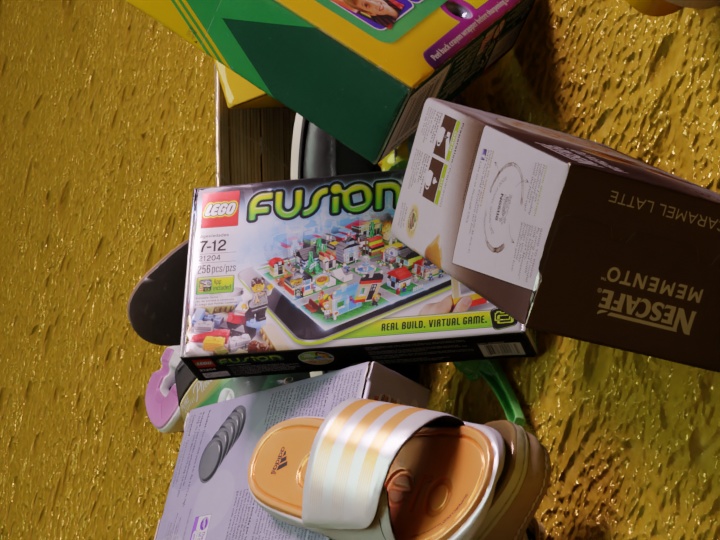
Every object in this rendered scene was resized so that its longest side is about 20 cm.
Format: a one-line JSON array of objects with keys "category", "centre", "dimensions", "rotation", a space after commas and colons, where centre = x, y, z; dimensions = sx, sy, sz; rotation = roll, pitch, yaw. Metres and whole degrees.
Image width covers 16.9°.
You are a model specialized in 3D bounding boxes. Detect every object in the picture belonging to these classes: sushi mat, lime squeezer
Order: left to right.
[{"category": "sushi mat", "centre": [-0.064, -0.074, 1.504], "dimensions": [0.012, 0.096, 0.200], "rotation": [-21, 54, 27]}, {"category": "lime squeezer", "centre": [0.047, 0.034, 1.397], "dimensions": [0.200, 0.071, 0.038], "rotation": [37, 98, 37]}]

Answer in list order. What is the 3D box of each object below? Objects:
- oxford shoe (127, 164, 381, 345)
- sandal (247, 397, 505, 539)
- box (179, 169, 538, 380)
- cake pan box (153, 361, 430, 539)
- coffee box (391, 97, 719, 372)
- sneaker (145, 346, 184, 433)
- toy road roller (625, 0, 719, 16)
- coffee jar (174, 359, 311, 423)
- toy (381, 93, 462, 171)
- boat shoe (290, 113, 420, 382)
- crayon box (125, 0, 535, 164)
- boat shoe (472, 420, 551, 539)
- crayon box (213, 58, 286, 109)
[{"category": "oxford shoe", "centre": [-0.076, -0.013, 1.606], "dimensions": [0.071, 0.200, 0.071], "rotation": [14, 132, 58]}, {"category": "sandal", "centre": [-0.011, 0.104, 1.245], "dimensions": [0.206, 0.059, 0.079], "rotation": [0, 66, 52]}, {"category": "box", "centre": [0.000, 0.000, 1.367], "dimensions": [0.035, 0.199, 0.110], "rotation": [58, -150, -60]}, {"category": "cake pan box", "centre": [-0.052, 0.161, 1.361], "dimensions": [0.184, 0.052, 0.200], "rotation": [-22, 49, 50]}, {"category": "coffee box", "centre": [0.104, -0.021, 1.190], "dimensions": [0.200, 0.114, 0.080], "rotation": [-143, 67, -69]}, {"category": "sneaker", "centre": [-0.073, 0.032, 1.698], "dimensions": [0.201, 0.088, 0.080], "rotation": [-65, 25, 1]}, {"category": "toy road roller", "centre": [0.160, -0.241, 1.205], "dimensions": [0.200, 0.146, 0.123], "rotation": [54, 141, 14]}, {"category": "coffee jar", "centre": [-0.054, 0.122, 1.523], "dimensions": [0.104, 0.085, 0.200], "rotation": [-49, 48, 44]}, {"category": "toy", "centre": [0.041, -0.097, 1.484], "dimensions": [0.200, 0.047, 0.115], "rotation": [-82, -13, -59]}, {"category": "boat shoe", "centre": [0.001, -0.018, 1.482], "dimensions": [0.063, 0.074, 0.202], "rotation": [-1, 98, 34]}, {"category": "crayon box", "centre": [-0.011, -0.160, 1.382], "dimensions": [0.200, 0.172, 0.058], "rotation": [-42, -18, -55]}, {"category": "boat shoe", "centre": [0.063, 0.148, 1.271], "dimensions": [0.200, 0.066, 0.074], "rotation": [120, 163, -51]}, {"category": "crayon box", "centre": [-0.049, -0.169, 1.523], "dimensions": [0.051, 0.200, 0.127], "rotation": [-18, 85, 26]}]
